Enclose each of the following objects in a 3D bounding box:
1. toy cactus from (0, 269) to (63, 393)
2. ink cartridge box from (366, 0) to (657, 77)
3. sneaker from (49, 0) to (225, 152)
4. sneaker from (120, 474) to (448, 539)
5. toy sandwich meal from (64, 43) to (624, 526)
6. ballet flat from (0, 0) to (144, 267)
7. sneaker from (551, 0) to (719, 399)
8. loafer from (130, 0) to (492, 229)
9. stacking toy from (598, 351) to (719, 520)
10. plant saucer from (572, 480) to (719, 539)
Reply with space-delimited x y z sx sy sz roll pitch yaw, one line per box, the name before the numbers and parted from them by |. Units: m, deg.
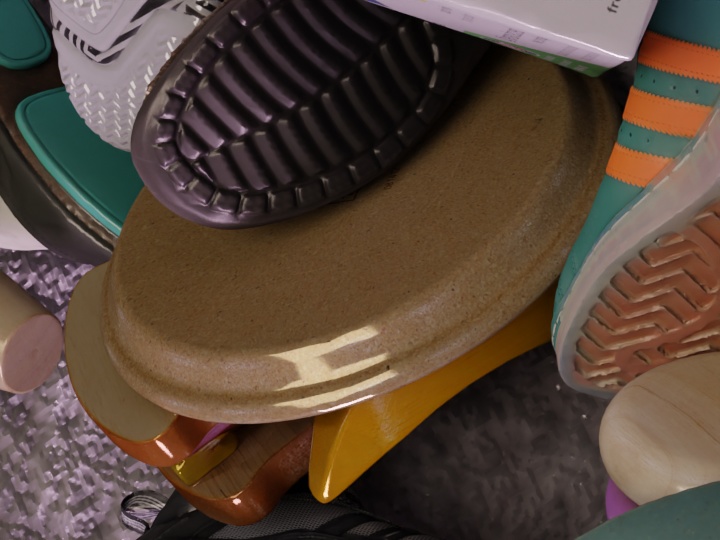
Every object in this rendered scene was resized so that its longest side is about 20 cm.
toy cactus | -0.169 -0.004 1.050 0.165 0.102 0.200 26 144 33
ink cartridge box | -0.008 -0.126 0.821 0.200 0.145 0.088 20 92 -1
sneaker | -0.036 -0.139 0.985 0.075 0.115 0.200 22 110 34
sneaker | 0.008 0.098 0.963 0.200 0.114 0.076 0 123 3
toy sandwich meal | 0.000 0.000 0.950 0.205 0.070 0.205 -19 36 14
ballet flat | -0.126 -0.055 1.074 0.200 0.068 0.068 52 130 21
sneaker | 0.110 -0.047 0.839 0.080 0.071 0.200 -99 29 -43
loafer | 0.006 -0.086 0.942 0.073 0.200 0.071 54 165 -15
stacking toy | 0.114 0.128 0.866 0.085 0.085 0.200 18 123 35
plant saucer | 0.110 0.149 0.813 0.200 0.200 0.036 -57 27 20
